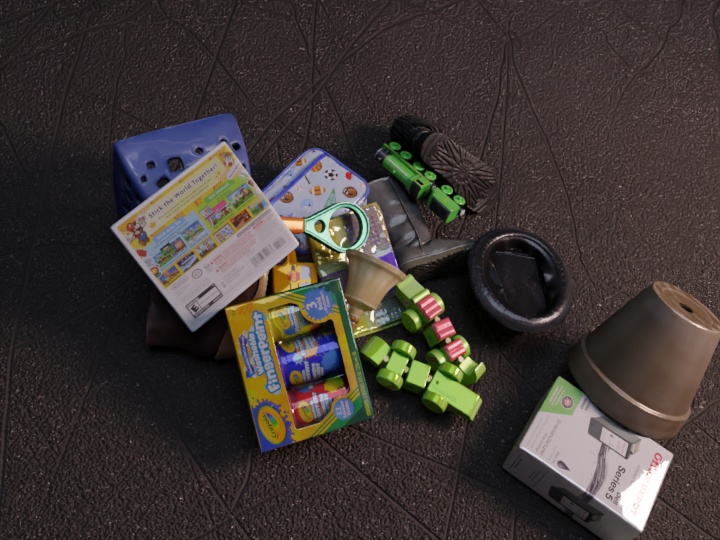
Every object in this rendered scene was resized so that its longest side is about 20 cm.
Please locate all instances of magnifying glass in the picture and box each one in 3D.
[{"bbox_3d":[-0.071,-0.068,1.181,0.197,0.022,0.081,0,91,-32],"label":"magnifying glass"}]

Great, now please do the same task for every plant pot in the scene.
[{"bbox_3d":[0.442,0.120,1.166,0.197,0.175,0.201,23,26,-12],"label":"plant pot"},{"bbox_3d":[-0.260,-0.097,1.201,0.198,0.201,0.181,-20,68,-25],"label":"plant pot"}]

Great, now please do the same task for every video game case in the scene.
[{"bbox_3d":[-0.214,-0.048,1.085,0.199,0.023,0.183,-40,102,-14],"label":"video game case"}]

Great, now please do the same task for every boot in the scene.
[{"bbox_3d":[0.157,-0.203,1.434,0.080,0.211,0.158,-48,27,2],"label":"boot"},{"bbox_3d":[0.106,-0.081,1.352,0.179,0.073,0.202,-8,50,-20],"label":"boot"},{"bbox_3d":[-0.224,0.028,1.142,0.164,0.072,0.204,10,89,-11],"label":"boot"}]

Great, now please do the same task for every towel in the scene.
[{"bbox_3d":[0.000,0.000,1.242,0.142,0.023,0.203,-15,84,-24],"label":"towel"}]

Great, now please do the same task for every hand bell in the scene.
[{"bbox_3d":[-0.016,0.080,1.172,0.103,0.104,0.202,24,82,6],"label":"hand bell"}]

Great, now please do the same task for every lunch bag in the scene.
[{"bbox_3d":[-0.092,-0.107,1.305,0.160,0.076,0.200,38,63,14],"label":"lunch bag"}]

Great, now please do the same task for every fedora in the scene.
[{"bbox_3d":[0.254,0.031,1.281,0.197,0.092,0.203,6,54,-8],"label":"fedora"}]

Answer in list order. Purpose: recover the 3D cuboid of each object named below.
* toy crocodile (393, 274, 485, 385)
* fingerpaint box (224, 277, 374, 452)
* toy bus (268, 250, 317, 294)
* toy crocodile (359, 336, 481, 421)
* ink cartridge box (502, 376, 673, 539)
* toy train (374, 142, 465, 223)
[{"bbox_3d":[0.121,0.093,1.216,0.067,0.062,0.202,-25,76,-27],"label":"toy crocodile"},{"bbox_3d":[-0.087,0.128,1.079,0.164,0.073,0.203,-14,90,-11],"label":"fingerpaint box"},{"bbox_3d":[-0.104,0.054,1.184,0.077,0.065,0.203,0,64,-11],"label":"toy bus"},{"bbox_3d":[0.089,0.164,1.166,0.198,0.062,0.068,27,66,4],"label":"toy crocodile"},{"bbox_3d":[0.331,0.278,1.126,0.199,0.085,0.146,33,55,12],"label":"ink cartridge box"},{"bbox_3d":[0.100,-0.155,1.349,0.056,0.042,0.200,-27,61,-40],"label":"toy train"}]
